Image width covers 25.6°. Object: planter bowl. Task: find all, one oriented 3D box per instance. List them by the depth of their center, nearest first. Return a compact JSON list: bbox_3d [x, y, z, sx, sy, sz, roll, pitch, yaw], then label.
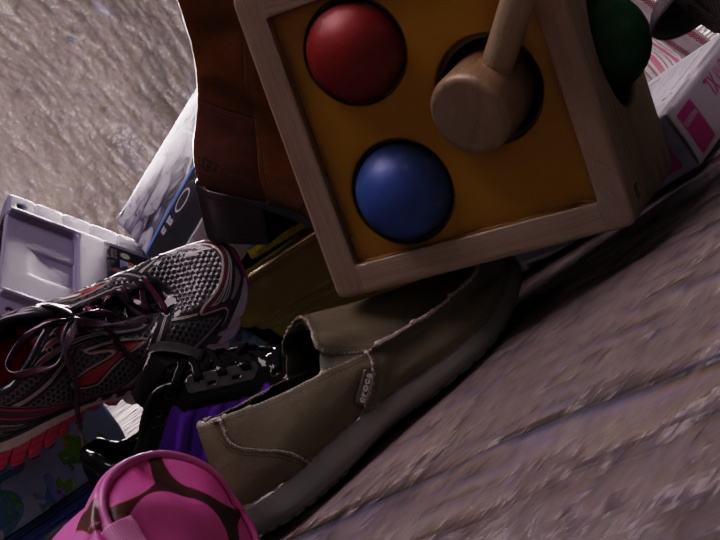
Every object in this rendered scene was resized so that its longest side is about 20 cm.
[{"bbox_3d":[0.000,0.000,1.046,0.200,0.084,0.200,-34,3,2],"label":"planter bowl"}]

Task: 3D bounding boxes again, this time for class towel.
[{"bbox_3d":[0.166,-0.165,1.058,0.030,0.146,0.200,-57,4,4],"label":"towel"}]

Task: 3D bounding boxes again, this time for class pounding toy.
[{"bbox_3d":[0.055,-0.101,0.744,0.200,0.185,0.142,-14,12,26],"label":"pounding toy"}]

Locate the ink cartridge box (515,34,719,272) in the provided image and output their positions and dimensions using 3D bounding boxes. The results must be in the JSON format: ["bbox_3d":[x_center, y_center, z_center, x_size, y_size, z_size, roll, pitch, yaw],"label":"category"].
[{"bbox_3d":[0.125,-0.051,0.903,0.200,0.042,0.119,-31,10,40],"label":"ink cartridge box"}]

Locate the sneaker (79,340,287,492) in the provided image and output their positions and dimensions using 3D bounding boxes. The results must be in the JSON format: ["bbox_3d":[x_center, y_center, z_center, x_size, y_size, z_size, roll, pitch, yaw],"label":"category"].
[{"bbox_3d":[-0.072,0.071,0.865,0.200,0.100,0.070,-39,7,8],"label":"sneaker"}]

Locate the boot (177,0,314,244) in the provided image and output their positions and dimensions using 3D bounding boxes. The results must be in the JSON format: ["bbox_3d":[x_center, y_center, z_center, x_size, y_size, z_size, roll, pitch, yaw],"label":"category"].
[{"bbox_3d":[-0.015,-0.116,0.887,0.188,0.201,0.068,4,20,25],"label":"boot"}]

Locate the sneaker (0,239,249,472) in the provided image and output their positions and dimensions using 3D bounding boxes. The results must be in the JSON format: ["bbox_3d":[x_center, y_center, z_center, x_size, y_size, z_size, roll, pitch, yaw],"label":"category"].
[{"bbox_3d":[-0.152,0.041,0.904,0.200,0.081,0.075,-32,-34,-17],"label":"sneaker"}]

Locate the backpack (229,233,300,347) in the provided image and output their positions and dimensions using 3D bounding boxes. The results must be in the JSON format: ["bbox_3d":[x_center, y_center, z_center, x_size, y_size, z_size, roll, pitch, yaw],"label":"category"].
[{"bbox_3d":[-0.071,0.011,1.198,0.154,0.163,0.200,-46,8,25],"label":"backpack"}]

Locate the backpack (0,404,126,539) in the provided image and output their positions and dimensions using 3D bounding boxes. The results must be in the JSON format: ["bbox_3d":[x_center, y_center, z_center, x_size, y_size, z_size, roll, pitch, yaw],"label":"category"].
[{"bbox_3d":[-0.233,0.153,1.016,0.183,0.147,0.200,-34,3,-33],"label":"backpack"}]

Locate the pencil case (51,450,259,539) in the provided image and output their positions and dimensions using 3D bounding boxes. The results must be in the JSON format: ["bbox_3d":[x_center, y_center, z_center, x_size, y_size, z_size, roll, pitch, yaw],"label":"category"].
[{"bbox_3d":[-0.140,0.156,0.698,0.200,0.091,0.094,-38,-30,26],"label":"pencil case"}]

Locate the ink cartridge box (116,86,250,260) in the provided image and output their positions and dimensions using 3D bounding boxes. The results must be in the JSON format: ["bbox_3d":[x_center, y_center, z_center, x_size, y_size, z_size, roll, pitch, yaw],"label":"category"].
[{"bbox_3d":[-0.082,-0.090,1.056,0.200,0.043,0.198,-58,21,1],"label":"ink cartridge box"}]

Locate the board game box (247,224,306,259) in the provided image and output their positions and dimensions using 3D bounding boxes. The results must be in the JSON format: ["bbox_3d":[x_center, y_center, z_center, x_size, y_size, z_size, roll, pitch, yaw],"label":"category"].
[{"bbox_3d":[0.016,-0.098,1.105,0.200,0.057,0.165,-36,6,-37],"label":"board game box"}]

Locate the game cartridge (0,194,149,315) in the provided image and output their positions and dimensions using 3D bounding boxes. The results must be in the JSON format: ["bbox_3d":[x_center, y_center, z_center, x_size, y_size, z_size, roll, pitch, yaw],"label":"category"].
[{"bbox_3d":[-0.180,0.016,1.049,0.200,0.129,0.038,-111,41,-63],"label":"game cartridge"}]

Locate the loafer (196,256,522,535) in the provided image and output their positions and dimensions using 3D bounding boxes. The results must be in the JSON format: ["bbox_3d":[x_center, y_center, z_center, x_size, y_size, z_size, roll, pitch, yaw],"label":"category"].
[{"bbox_3d":[0.000,0.043,0.781,0.200,0.070,0.075,-41,6,-25],"label":"loafer"}]

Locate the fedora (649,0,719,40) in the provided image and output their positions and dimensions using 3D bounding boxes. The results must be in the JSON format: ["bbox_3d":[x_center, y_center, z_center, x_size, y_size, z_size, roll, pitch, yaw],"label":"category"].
[{"bbox_3d":[0.219,-0.137,0.697,0.177,0.090,0.200,-37,-4,-9],"label":"fedora"}]
